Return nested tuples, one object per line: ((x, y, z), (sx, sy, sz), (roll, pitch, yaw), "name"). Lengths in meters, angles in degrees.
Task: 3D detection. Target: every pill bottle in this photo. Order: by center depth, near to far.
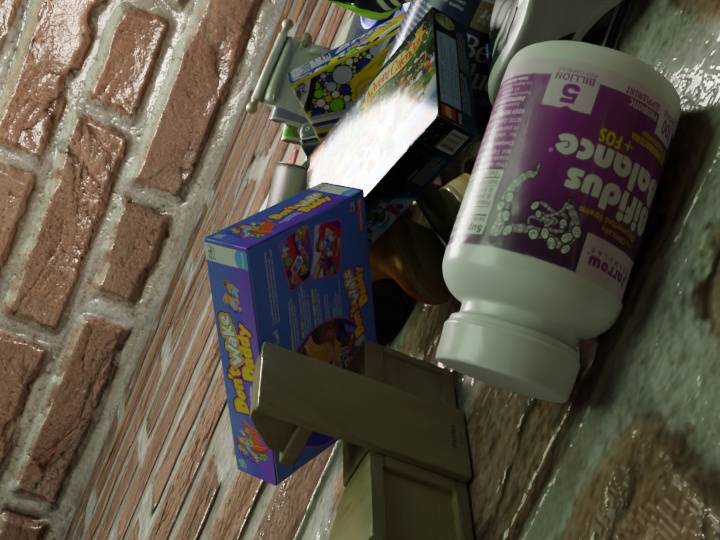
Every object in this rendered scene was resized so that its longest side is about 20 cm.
((0.115, -0.027, 0.659), (0.112, 0.112, 0.200), (169, 121, -72), "pill bottle")
((0.097, -0.222, 0.968), (0.111, 0.111, 0.200), (-97, 28, -60), "pill bottle")

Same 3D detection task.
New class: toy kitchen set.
((-0.034, 0.169, 0.806), (0.180, 0.163, 0.200), (-59, 17, 31), "toy kitchen set")

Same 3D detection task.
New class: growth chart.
((-0.028, -0.188, 1.238), (0.145, 0.200, 0.018), (-64, 0, -15), "growth chart")

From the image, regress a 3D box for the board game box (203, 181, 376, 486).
((-0.047, 0.047, 0.852), (0.045, 0.134, 0.200), (14, 120, 37), "board game box")

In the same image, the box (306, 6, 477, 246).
((0.019, -0.103, 0.906), (0.200, 0.038, 0.137), (-46, 32, 39), "box")

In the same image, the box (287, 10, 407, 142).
((0.032, -0.206, 1.074), (0.200, 0.070, 0.064), (-26, 23, 5), "box")

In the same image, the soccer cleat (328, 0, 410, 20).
((0.029, -0.294, 1.060), (0.200, 0.081, 0.068), (162, 112, -64), "soccer cleat")

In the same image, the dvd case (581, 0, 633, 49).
((0.181, -0.217, 0.873), (0.200, 0.016, 0.149), (-69, 15, -3), "dvd case")

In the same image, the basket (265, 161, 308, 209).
((-0.054, -0.001, 1.171), (0.180, 0.136, 0.200), (19, -92, -81), "basket")

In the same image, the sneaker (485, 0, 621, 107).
((0.149, -0.222, 0.823), (0.112, 0.073, 0.200), (-91, 25, -49), "sneaker")

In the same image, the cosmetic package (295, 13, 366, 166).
((-0.002, -0.190, 1.303), (0.087, 0.103, 0.200), (148, 142, -70), "cosmetic package")

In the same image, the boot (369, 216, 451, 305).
((-0.001, -0.001, 0.991), (0.144, 0.071, 0.201), (-47, 41, 23), "boot")

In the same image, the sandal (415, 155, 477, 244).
((0.098, -0.059, 0.878), (0.070, 0.078, 0.212), (-34, 4, -3), "sandal")

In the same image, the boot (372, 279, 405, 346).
((-0.024, 0.061, 1.092), (0.200, 0.075, 0.097), (-45, 27, 30), "boot")

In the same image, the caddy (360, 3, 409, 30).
((0.086, -0.314, 1.172), (0.141, 0.105, 0.200), (52, 129, 49), "caddy")

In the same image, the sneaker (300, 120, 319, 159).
((0.006, -0.127, 1.126), (0.146, 0.077, 0.202), (-22, 25, 17), "sneaker")

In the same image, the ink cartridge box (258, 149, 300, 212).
((-0.090, -0.037, 1.431), (0.145, 0.083, 0.200), (-54, 21, 43), "ink cartridge box")
